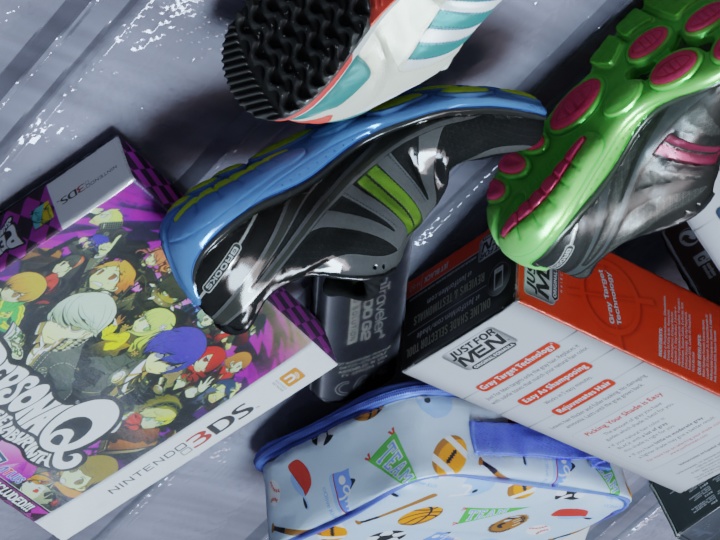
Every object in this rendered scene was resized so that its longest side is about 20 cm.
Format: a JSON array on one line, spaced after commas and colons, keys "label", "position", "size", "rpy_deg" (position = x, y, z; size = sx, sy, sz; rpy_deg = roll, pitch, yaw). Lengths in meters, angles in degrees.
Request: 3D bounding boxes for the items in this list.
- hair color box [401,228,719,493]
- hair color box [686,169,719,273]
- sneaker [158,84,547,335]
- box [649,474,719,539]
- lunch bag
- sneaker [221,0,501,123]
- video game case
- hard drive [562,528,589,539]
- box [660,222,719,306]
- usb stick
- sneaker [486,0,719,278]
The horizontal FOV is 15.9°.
[{"label": "hair color box", "position": [0.131, 0.047, 1.383], "size": [0.199, 0.062, 0.101], "rpy_deg": [24, 143, -29]}, {"label": "hair color box", "position": [0.245, -0.005, 1.352], "size": [0.100, 0.201, 0.061], "rpy_deg": [-33, -171, 10]}, {"label": "sneaker", "position": [0.001, -0.032, 1.214], "size": [0.199, 0.071, 0.083], "rpy_deg": [-28, 104, -20]}, {"label": "box", "position": [0.310, 0.123, 1.695], "size": [0.200, 0.044, 0.160], "rpy_deg": [-36, 146, 15]}, {"label": "lunch bag", "position": [0.052, 0.116, 1.457], "size": [0.199, 0.076, 0.160], "rpy_deg": [9, 150, -43]}, {"label": "sneaker", "position": [0.032, -0.135, 1.153], "size": [0.199, 0.071, 0.093], "rpy_deg": [-39, 162, 15]}, {"label": "video game case", "position": [-0.135, 0.040, 1.274], "size": [0.181, 0.036, 0.200], "rpy_deg": [-33, 140, 11]}, {"label": "hard drive", "position": [0.043, 0.208, 1.649], "size": [0.199, 0.027, 0.132], "rpy_deg": [-14, 145, -20]}, {"label": "box", "position": [0.280, -0.023, 1.452], "size": [0.199, 0.075, 0.100], "rpy_deg": [-31, 146, 4]}, {"label": "usb stick", "position": [0.000, 0.000, 1.332], "size": [0.055, 0.033, 0.201], "rpy_deg": [-19, 146, -18]}, {"label": "sneaker", "position": [0.150, -0.074, 1.280], "size": [0.200, 0.077, 0.084], "rpy_deg": [-41, 135, 17]}]
